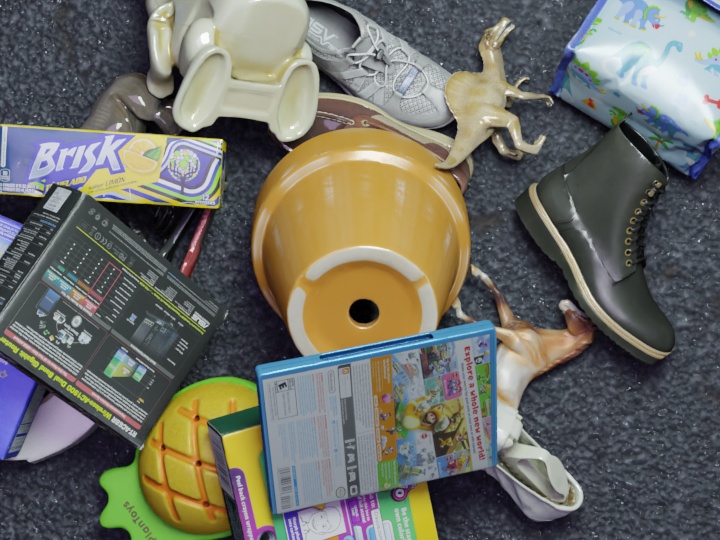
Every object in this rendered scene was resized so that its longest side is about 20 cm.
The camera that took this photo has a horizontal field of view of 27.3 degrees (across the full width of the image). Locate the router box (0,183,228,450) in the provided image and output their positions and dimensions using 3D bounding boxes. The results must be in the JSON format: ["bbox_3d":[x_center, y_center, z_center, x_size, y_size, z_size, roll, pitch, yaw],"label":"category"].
[{"bbox_3d":[-0.230,0.042,1.298,0.200,0.062,0.150,44,72,-39],"label":"router box"}]

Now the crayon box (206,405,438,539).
[{"bbox_3d":[-0.027,0.206,1.302,0.172,0.058,0.201,-15,103,-18],"label":"crayon box"}]

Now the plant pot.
[{"bbox_3d":[0.000,0.000,1.288,0.199,0.183,0.201,0,114,0],"label":"plant pot"}]

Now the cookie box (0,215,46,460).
[{"bbox_3d":[-0.354,0.048,1.347,0.171,0.075,0.201,23,85,2],"label":"cookie box"}]

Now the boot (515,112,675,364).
[{"bbox_3d":[0.249,-0.028,1.344,0.138,0.077,0.200,-42,85,30],"label":"boot"}]

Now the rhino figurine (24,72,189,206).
[{"bbox_3d":[-0.246,-0.100,1.403,0.087,0.060,0.200,40,88,1],"label":"rhino figurine"}]

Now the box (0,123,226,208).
[{"bbox_3d":[-0.223,-0.093,1.339,0.199,0.070,0.065,3,93,-2],"label":"box"}]

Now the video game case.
[{"bbox_3d":[0.017,0.122,1.229,0.199,0.018,0.144,-10,121,-12],"label":"video game case"}]

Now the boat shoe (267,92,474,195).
[{"bbox_3d":[0.007,-0.109,1.380,0.199,0.072,0.072,19,117,-1],"label":"boat shoe"}]

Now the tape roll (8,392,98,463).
[{"bbox_3d":[-0.321,0.080,1.400,0.202,0.037,0.204,0,84,1],"label":"tape roll"}]

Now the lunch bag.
[{"bbox_3d":[0.300,-0.217,1.372,0.170,0.127,0.200,34,74,6],"label":"lunch bag"}]

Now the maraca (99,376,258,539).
[{"bbox_3d":[-0.149,0.185,1.352,0.200,0.107,0.137,-41,79,6],"label":"maraca"}]

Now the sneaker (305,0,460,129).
[{"bbox_3d":[0.006,-0.195,1.391,0.200,0.082,0.075,28,86,1],"label":"sneaker"}]

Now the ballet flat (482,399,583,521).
[{"bbox_3d":[0.132,0.155,1.323,0.069,0.069,0.200,-46,118,-3],"label":"ballet flat"}]

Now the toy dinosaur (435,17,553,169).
[{"bbox_3d":[0.119,-0.140,1.381,0.101,0.058,0.200,30,56,-12],"label":"toy dinosaur"}]

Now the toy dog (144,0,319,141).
[{"bbox_3d":[-0.136,-0.233,1.355,0.139,0.200,0.194,-6,123,-29],"label":"toy dog"}]

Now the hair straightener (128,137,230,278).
[{"bbox_3d":[-0.184,-0.036,1.402,0.077,0.041,0.201,22,91,4],"label":"hair straightener"}]

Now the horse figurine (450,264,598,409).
[{"bbox_3d":[0.118,0.093,1.375,0.132,0.050,0.200,35,81,-8],"label":"horse figurine"}]
